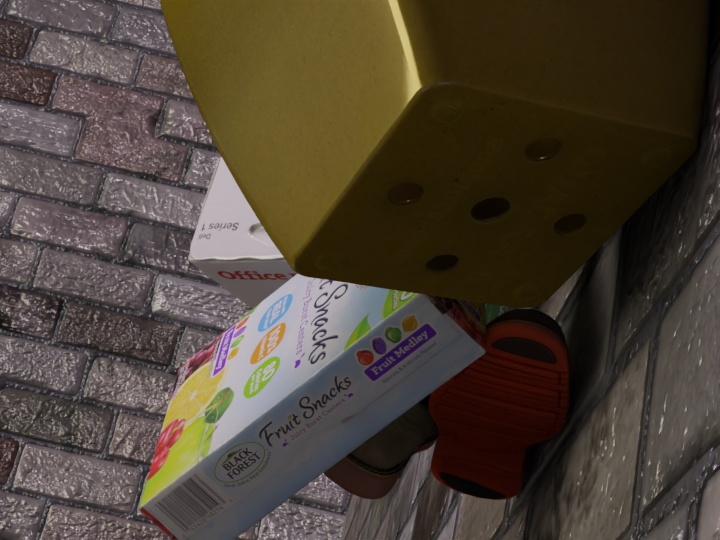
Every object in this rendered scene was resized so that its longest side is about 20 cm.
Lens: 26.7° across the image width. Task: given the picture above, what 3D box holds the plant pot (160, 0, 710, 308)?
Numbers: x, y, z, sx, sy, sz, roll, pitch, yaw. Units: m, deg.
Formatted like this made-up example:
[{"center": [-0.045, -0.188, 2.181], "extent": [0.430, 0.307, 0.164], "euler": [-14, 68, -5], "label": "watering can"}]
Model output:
[{"center": [0.041, -0.098, 0.683], "extent": [0.200, 0.199, 0.177], "euler": [-50, 40, 45], "label": "plant pot"}]

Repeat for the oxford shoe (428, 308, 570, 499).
[{"center": [0.076, 0.059, 0.832], "extent": [0.200, 0.071, 0.073], "euler": [105, -177, -63], "label": "oxford shoe"}]

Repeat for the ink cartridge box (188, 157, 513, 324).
[{"center": [0.000, 0.000, 1.040], "extent": [0.200, 0.145, 0.085], "euler": [43, -125, -49], "label": "ink cartridge box"}]

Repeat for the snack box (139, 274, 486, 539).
[{"center": [-0.024, 0.049, 0.814], "extent": [0.200, 0.053, 0.143], "euler": [-38, 21, 20], "label": "snack box"}]

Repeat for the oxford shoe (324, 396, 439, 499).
[{"center": [0.030, 0.065, 0.900], "extent": [0.074, 0.071, 0.200], "euler": [-57, 1, 21], "label": "oxford shoe"}]
